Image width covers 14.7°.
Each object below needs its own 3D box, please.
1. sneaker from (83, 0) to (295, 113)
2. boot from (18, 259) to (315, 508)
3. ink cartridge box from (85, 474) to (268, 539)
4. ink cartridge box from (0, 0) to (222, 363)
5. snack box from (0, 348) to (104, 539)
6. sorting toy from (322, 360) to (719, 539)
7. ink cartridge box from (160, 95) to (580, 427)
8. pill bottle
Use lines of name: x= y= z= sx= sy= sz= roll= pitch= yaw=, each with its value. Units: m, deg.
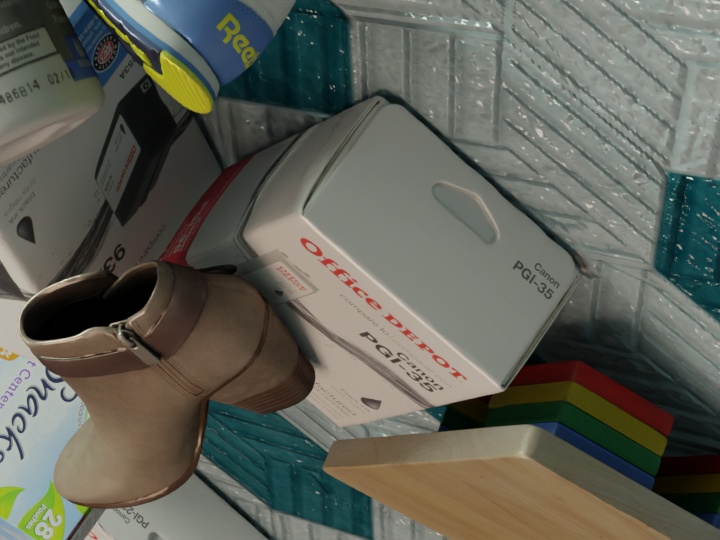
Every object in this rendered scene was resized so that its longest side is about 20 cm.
sneaker: x=-0.107 y=-0.163 z=1.310 sx=0.200 sy=0.082 sz=0.074 roll=48 pitch=176 yaw=21
boot: x=-0.127 y=0.055 z=1.468 sx=0.200 sy=0.070 sz=0.146 roll=-29 pitch=142 yaw=26
ink cartridge box: x=-0.178 y=0.197 z=2.113 sx=0.146 sy=0.085 sz=0.200 roll=43 pitch=158 yaw=-21
ink cartridge box: x=-0.165 y=-0.057 z=1.497 sx=0.084 sy=0.145 sz=0.200 roll=20 pitch=154 yaw=30
snack box: x=-0.199 y=0.060 z=1.708 sx=0.169 sy=0.200 sz=0.068 roll=33 pitch=158 yaw=6
sorting toy: x=0.117 y=0.116 z=1.515 sx=0.200 sy=0.070 sz=0.199 roll=30 pitch=160 yaw=-26
ink cartridge box: x=0.000 y=0.000 z=1.462 sx=0.146 sy=0.083 sz=0.200 roll=41 pitch=158 yaw=-14
pill bottle: x=-0.213 y=-0.144 z=1.326 sx=0.200 sy=0.114 sz=0.114 roll=64 pitch=155 yaw=0
